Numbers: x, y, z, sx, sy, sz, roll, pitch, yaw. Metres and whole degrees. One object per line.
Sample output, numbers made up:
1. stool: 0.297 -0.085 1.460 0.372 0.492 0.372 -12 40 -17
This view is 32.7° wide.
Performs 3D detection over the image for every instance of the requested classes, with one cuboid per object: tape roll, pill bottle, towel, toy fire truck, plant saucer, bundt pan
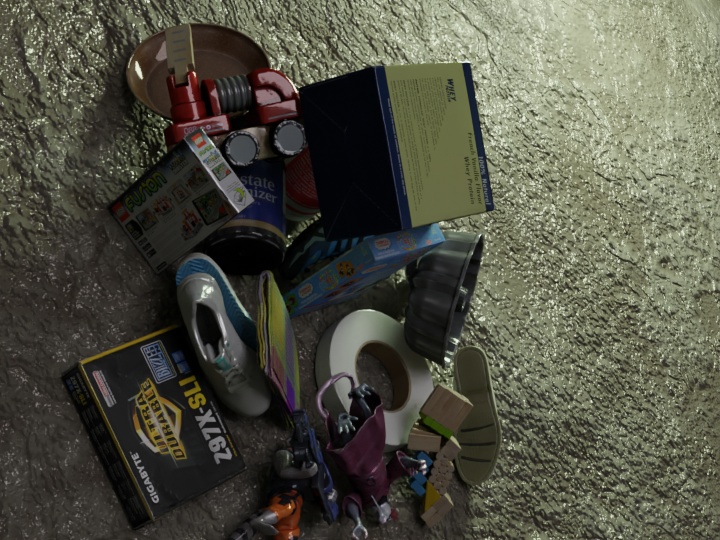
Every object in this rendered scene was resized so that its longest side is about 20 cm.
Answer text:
1. tape roll: 0.023 0.156 1.741 0.201 0.037 0.205 24 52 -35
2. pill bottle: -0.050 -0.163 1.725 0.111 0.200 0.113 22 50 -30
3. pill bottle: -0.155 -0.104 1.660 0.111 0.111 0.202 20 54 -35
4. towel: -0.104 0.104 1.564 0.201 0.022 0.145 75 10 -61
5. toy fire truck: -0.176 -0.227 1.571 0.174 0.128 0.203 -14 95 -18
6. plant saucer: -0.221 -0.261 1.685 0.197 0.037 0.202 3 49 -3
7. bundt pan: 0.115 0.034 1.759 0.075 0.203 0.203 15 46 11

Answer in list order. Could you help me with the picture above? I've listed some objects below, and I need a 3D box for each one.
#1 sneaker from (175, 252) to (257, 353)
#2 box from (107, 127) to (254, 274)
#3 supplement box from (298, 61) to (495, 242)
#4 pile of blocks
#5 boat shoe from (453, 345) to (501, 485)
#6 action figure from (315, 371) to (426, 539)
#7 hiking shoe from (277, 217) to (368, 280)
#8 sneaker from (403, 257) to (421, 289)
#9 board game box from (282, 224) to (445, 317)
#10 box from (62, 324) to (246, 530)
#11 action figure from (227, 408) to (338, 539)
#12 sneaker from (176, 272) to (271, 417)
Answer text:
1. sneaker: -0.172 0.068 1.568 0.081 0.076 0.202 -124 -169 -75
2. box: -0.224 -0.082 1.511 0.111 0.199 0.035 54 46 -5
3. supplement box: 0.049 -0.154 1.572 0.199 0.133 0.203 -14 95 -48
4. pile of blocks: 0.099 0.251 1.717 0.081 0.062 0.203 9 98 -7
5. boat shoe: 0.173 0.214 1.823 0.068 0.074 0.203 35 54 -80
6. action figure: -0.002 0.260 1.616 0.133 0.148 0.202 -31 125 -24
7. hiking shoe: -0.026 -0.044 1.731 0.200 0.074 0.087 -41 99 -14
8. sneaker: 0.080 -0.067 1.870 0.076 0.089 0.203 -7 101 -8
9. board game box: 0.000 0.000 1.685 0.150 0.199 0.037 -16 78 -48
10. box: -0.242 0.182 1.460 0.159 0.049 0.202 -20 82 -50
11. action figure: -0.097 0.261 1.509 0.194 0.103 0.202 -65 150 -50
12. sneaker: -0.167 0.105 1.490 0.202 0.075 0.089 64 -1 -22
